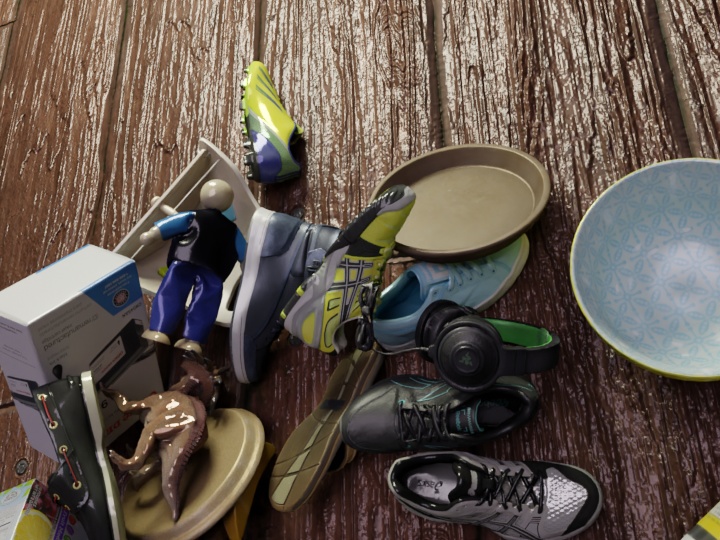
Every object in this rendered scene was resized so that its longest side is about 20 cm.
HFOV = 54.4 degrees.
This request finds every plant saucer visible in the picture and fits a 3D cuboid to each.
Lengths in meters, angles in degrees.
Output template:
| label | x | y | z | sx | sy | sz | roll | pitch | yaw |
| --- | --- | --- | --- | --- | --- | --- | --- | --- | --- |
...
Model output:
| label | x | y | z | sx | sy | sz | roll | pitch | yaw |
| --- | --- | --- | --- | --- | --- | --- | --- | --- | --- |
| plant saucer | 0.106 | -0.073 | 0.762 | 0.198 | 0.030 | 0.201 | -11 | 40 | 9 |

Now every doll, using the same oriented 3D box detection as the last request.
| label | x | y | z | sx | sy | sz | roll | pitch | yaw |
| --- | --- | --- | --- | --- | --- | --- | --- | --- | --- |
| doll | -0.190 | -0.012 | 0.807 | 0.048 | 0.136 | 0.202 | -4 | 67 | 61 |

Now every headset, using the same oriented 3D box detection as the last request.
| label | x | y | z | sx | sy | sz | roll | pitch | yaw |
| --- | --- | --- | --- | --- | --- | --- | --- | --- | --- |
| headset | 0.093 | 0.056 | 0.670 | 0.198 | 0.123 | 0.095 | 0 | 100 | -12 |

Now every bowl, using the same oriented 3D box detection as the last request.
| label | x | y | z | sx | sy | sz | roll | pitch | yaw |
| --- | --- | --- | --- | --- | --- | --- | --- | --- | --- |
| bowl | 0.298 | 0.012 | 0.639 | 0.198 | 0.108 | 0.202 | -9 | 65 | 19 |

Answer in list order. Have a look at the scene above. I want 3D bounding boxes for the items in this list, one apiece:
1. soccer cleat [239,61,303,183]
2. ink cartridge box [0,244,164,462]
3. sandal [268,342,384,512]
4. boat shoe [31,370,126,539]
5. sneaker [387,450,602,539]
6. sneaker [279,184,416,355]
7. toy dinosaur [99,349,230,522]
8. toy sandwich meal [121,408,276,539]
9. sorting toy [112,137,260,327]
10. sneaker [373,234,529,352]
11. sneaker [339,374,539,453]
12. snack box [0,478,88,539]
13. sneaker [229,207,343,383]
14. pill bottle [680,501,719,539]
| label | x | y | z | sx | sy | sz | roll | pitch | yaw |
| --- | --- | --- | --- | --- | --- | --- | --- | --- | --- |
| soccer cleat | -0.120 | -0.200 | 0.945 | 0.083 | 0.065 | 0.202 | -3 | 59 | -11 |
| ink cartridge box | -0.313 | 0.096 | 0.787 | 0.084 | 0.202 | 0.145 | 16 | 36 | 27 |
| sandal | -0.024 | 0.168 | 0.741 | 0.080 | 0.054 | 0.201 | -5 | 47 | 57 |
| boat shoe | -0.271 | 0.203 | 0.684 | 0.063 | 0.074 | 0.203 | -15 | 79 | -21 |
| sneaker | 0.119 | 0.207 | 0.645 | 0.198 | 0.088 | 0.076 | -4 | 65 | 20 |
| sneaker | 0.000 | 0.000 | 0.711 | 0.076 | 0.075 | 0.200 | 39 | 115 | 3 |
| toy dinosaur | -0.192 | 0.158 | 0.744 | 0.134 | 0.086 | 0.200 | -22 | 35 | -11 |
| toy sandwich meal | -0.174 | 0.240 | 0.754 | 0.204 | 0.071 | 0.206 | -25 | 28 | 14 |
| sorting toy | -0.187 | -0.025 | 0.873 | 0.179 | 0.107 | 0.200 | 36 | 79 | 17 |
| sneaker | 0.092 | 0.013 | 0.741 | 0.200 | 0.082 | 0.074 | -39 | 60 | 3 |
| sneaker | 0.075 | 0.134 | 0.672 | 0.198 | 0.079 | 0.076 | -13 | 87 | 3 |
| snack box | -0.286 | 0.320 | 0.680 | 0.053 | 0.201 | 0.143 | -24 | 33 | 12 |
| sneaker | -0.067 | 0.042 | 0.800 | 0.145 | 0.077 | 0.204 | 11 | 96 | 5 |
| pill bottle | 0.355 | 0.189 | 0.536 | 0.200 | 0.114 | 0.114 | -45 | 59 | 0 |
